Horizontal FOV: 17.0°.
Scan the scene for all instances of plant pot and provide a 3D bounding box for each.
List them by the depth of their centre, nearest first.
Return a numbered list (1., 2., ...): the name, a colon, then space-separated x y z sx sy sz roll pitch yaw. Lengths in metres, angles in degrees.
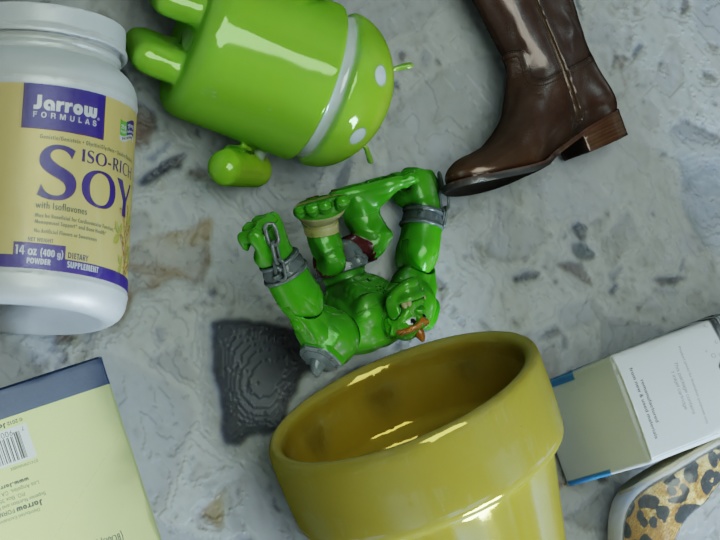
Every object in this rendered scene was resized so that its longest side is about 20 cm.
1. plant pot: 0.060 0.169 1.667 0.200 0.200 0.190 -28 105 -22

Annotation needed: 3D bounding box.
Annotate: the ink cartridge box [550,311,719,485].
1. ink cartridge box: 0.249 0.081 1.769 0.199 0.146 0.087 -20 86 -23

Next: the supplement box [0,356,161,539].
1. supplement box: -0.241 0.187 1.571 0.199 0.134 0.201 -18 87 -22

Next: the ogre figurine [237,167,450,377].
1. ogre figurine: 0.000 0.000 1.717 0.097 0.200 0.121 -11 97 22

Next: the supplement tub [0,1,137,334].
1. supplement tub: -0.223 -0.066 1.618 0.144 0.145 0.202 6 79 -19

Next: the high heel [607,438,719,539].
1. high heel: 0.233 0.220 1.776 0.199 0.071 0.143 -34 89 -8

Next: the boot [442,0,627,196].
1. boot: 0.099 -0.168 1.796 0.186 0.064 0.201 -22 92 -40

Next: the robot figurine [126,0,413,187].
1. robot figurine: -0.064 -0.145 1.707 0.199 0.116 0.177 20 100 -18
